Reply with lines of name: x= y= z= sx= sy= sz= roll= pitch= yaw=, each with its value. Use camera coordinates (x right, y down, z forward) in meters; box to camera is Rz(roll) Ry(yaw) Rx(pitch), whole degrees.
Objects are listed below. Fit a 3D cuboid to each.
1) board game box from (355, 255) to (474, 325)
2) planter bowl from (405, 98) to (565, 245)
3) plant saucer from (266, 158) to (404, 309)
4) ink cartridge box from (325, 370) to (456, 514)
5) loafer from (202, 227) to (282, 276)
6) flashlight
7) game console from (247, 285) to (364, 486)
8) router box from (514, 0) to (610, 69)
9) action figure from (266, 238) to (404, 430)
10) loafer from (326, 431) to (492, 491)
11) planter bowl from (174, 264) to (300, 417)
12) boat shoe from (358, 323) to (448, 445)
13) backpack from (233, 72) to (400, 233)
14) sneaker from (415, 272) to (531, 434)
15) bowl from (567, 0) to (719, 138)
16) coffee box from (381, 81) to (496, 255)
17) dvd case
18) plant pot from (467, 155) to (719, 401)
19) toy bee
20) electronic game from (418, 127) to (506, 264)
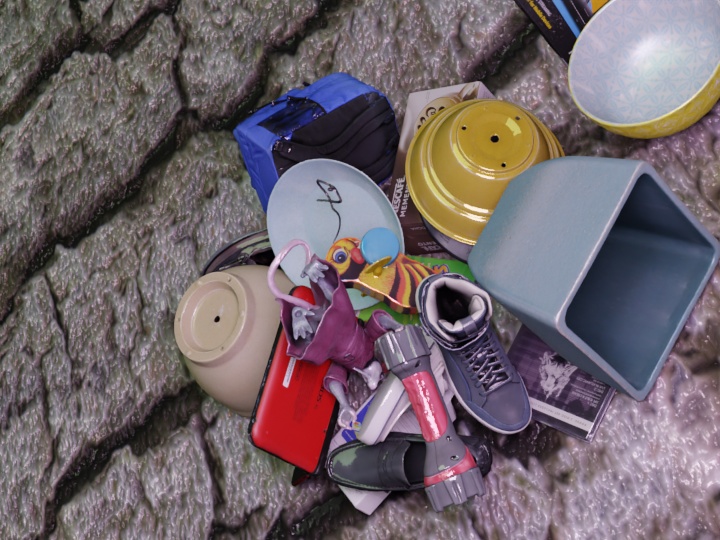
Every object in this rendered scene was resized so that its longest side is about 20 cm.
board game box: x=0.061 y=0.029 z=1.775 sx=0.198 sy=0.030 sz=0.097 roll=5 pitch=69 yaw=43
planter bowl: x=0.154 y=-0.136 z=1.647 sx=0.197 sy=0.084 sz=0.203 roll=1 pitch=64 yaw=-3
plant saucer: x=-0.025 y=-0.050 z=1.769 sx=0.199 sy=0.203 sz=0.039 roll=-9 pitch=16 yaw=34
ink cartridge box: x=0.043 y=0.186 z=1.688 sx=0.200 sy=0.039 sz=0.100 roll=-49 pitch=46 yaw=6
loafer: x=-0.132 y=-0.018 z=1.927 sx=0.199 sy=0.072 sz=0.064 roll=-30 pitch=54 yaw=17
flashlight: x=0.073 y=0.160 z=1.531 sx=0.068 sy=0.067 sz=0.202 roll=-38 pitch=72 yaw=63
game console: x=-0.078 y=0.142 z=1.703 sx=0.118 sy=0.172 sz=0.202 roll=-6 pitch=60 yaw=46
router box: x=0.275 y=-0.337 z=1.703 sx=0.149 sy=0.200 sz=0.051 roll=-42 pitch=45 yaw=9
action figure: x=-0.031 y=0.082 z=1.629 sx=0.134 sy=0.200 sz=0.149 roll=-48 pitch=52 yaw=-4
loafer: x=0.051 y=0.217 z=1.605 sx=0.198 sy=0.070 sz=0.069 roll=-6 pitch=83 yaw=17
planter bowl: x=-0.158 y=0.078 z=1.824 sx=0.198 sy=0.134 sz=0.203 roll=-13 pitch=64 yaw=30
boat shoe: x=0.070 y=0.126 z=1.625 sx=0.201 sy=0.065 sz=0.072 roll=-56 pitch=4 yaw=-23
backpack: x=-0.057 y=-0.175 z=1.872 sx=0.199 sy=0.164 sz=0.168 roll=-31 pitch=43 yaw=-19
sneaker: x=0.127 y=0.092 z=1.533 sx=0.076 sy=0.146 sz=0.203 roll=-33 pitch=87 yaw=-6
bowl: x=0.354 y=-0.230 z=1.643 sx=0.198 sy=0.107 sz=0.202 roll=-19 pitch=55 yaw=29
coffee box: x=0.108 y=-0.129 z=1.794 sx=0.112 sy=0.080 sz=0.202 roll=-4 pitch=63 yaw=36
dvd case: x=0.246 y=0.082 z=1.607 sx=0.148 sy=0.016 sz=0.202 roll=19 pitch=77 yaw=42
plant pot: x=0.234 y=-0.008 z=1.534 sx=0.199 sy=0.195 sz=0.198 roll=21 pitch=77 yaw=47
toy bee: x=0.000 y=0.000 z=1.684 sx=0.199 sy=0.131 sz=0.109 roll=33 pitch=75 yaw=28
electronic game: x=0.166 y=-0.091 z=1.695 sx=0.197 sy=0.042 sz=0.202 roll=1 pitch=64 yaw=-2
